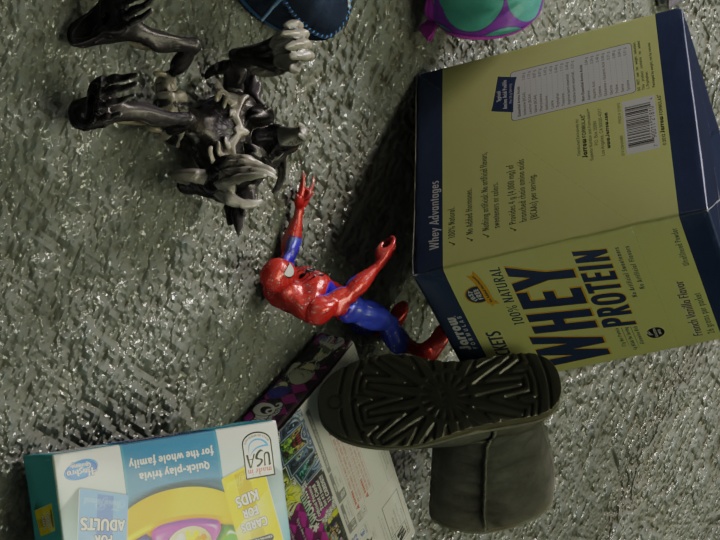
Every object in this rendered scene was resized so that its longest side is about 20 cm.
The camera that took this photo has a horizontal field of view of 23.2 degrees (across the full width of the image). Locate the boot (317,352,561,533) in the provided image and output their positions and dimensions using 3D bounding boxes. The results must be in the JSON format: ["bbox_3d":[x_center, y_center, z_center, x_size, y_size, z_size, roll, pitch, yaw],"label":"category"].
[{"bbox_3d":[0.060,0.129,1.262,0.200,0.181,0.073,93,-3,-65],"label":"boot"}]

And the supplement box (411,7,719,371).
[{"bbox_3d":[0.152,-0.050,1.233,0.134,0.199,0.200,60,24,-44],"label":"supplement box"}]

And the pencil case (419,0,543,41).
[{"bbox_3d":[0.079,-0.262,1.216,0.092,0.085,0.200,-13,120,-10],"label":"pencil case"}]

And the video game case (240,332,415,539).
[{"bbox_3d":[-0.042,0.176,1.240,0.181,0.036,0.200,-48,136,-34],"label":"video game case"}]

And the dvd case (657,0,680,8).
[{"bbox_3d":[0.320,-0.339,1.585,0.200,0.016,0.149,-36,128,-43],"label":"dvd case"}]

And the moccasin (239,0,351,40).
[{"bbox_3d":[-0.051,-0.206,1.067,0.081,0.068,0.200,-63,143,-18],"label":"moccasin"}]

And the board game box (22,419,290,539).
[{"bbox_3d":[-0.112,0.199,1.050,0.151,0.047,0.201,-6,88,-33],"label":"board game box"}]

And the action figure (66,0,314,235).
[{"bbox_3d":[-0.081,-0.091,1.039,0.200,0.102,0.119,22,72,-53],"label":"action figure"}]

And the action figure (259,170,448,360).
[{"bbox_3d":[0.000,0.000,1.214,0.200,0.065,0.099,18,95,-56],"label":"action figure"}]
